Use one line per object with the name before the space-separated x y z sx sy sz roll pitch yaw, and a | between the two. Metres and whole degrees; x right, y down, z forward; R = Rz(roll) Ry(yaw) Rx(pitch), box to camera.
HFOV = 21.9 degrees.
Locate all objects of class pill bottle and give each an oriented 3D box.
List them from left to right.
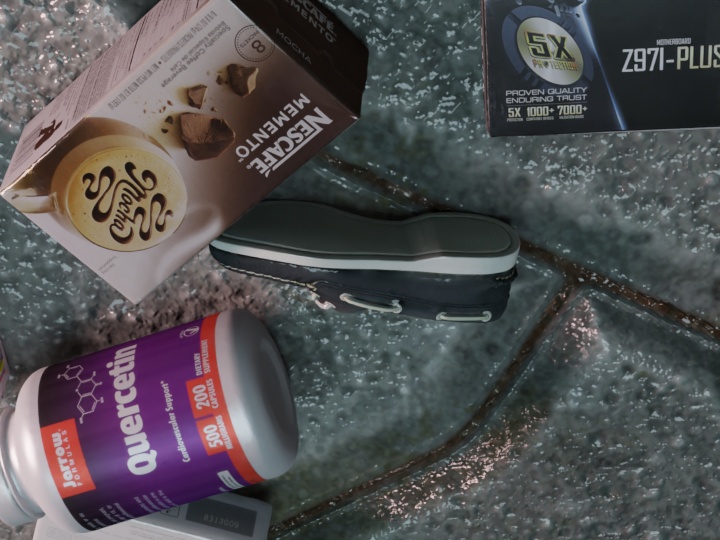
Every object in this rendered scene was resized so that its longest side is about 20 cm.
pill bottle | -0.147 0.104 1.216 0.198 0.113 0.113 -18 124 9

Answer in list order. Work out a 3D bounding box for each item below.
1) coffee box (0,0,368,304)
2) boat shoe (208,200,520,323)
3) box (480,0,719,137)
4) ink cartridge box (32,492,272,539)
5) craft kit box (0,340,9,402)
coffee box | -0.103 -0.088 1.100 0.199 0.080 0.113 -37 116 26
boat shoe | 0.000 0.000 1.163 0.197 0.076 0.061 6 121 0
box | 0.142 -0.161 0.957 0.162 0.201 0.087 -1 128 5
ink cartridge box | -0.164 0.215 1.364 0.158 0.048 0.201 15 142 -8
craft kit box | -0.347 0.007 1.209 0.197 0.049 0.199 -3 124 6
